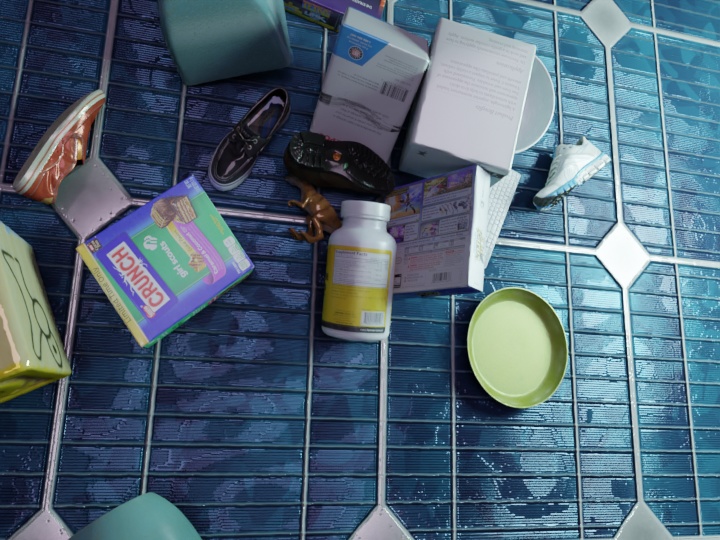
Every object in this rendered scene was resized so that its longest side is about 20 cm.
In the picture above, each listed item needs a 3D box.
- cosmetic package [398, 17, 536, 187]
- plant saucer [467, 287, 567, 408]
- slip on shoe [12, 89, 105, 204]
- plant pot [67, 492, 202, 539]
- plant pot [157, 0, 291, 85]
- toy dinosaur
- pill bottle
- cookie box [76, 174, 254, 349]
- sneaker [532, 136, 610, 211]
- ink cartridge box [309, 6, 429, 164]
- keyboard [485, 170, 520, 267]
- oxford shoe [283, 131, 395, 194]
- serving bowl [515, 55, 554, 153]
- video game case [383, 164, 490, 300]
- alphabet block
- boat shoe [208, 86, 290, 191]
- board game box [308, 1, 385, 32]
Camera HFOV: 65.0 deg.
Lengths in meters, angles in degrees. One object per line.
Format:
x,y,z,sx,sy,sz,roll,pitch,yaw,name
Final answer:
0.167,-0.258,0.925,0.159,0.165,0.207,15,86,-2,cosmetic package
0.270,0.134,0.988,0.193,0.031,0.208,3,77,-14,plant saucer
-0.443,-0.189,0.857,0.061,0.073,0.205,41,61,-39,slip on shoe
-0.285,0.388,0.711,0.197,0.202,0.163,-29,73,-18,plant pot
-0.225,-0.439,0.865,0.189,0.200,0.204,-10,80,1,plant pot
-0.059,-0.083,0.932,0.200,0.060,0.106,46,70,-2,toy dinosaur
0.000,0.000,0.882,0.108,0.112,0.208,5,91,-13,pill bottle
-0.287,-0.012,0.849,0.198,0.075,0.173,-36,90,-18,cookie box
0.381,-0.187,1.070,0.198,0.075,0.088,-35,81,-26,sneaker
0.009,-0.288,0.915,0.141,0.203,0.085,17,41,-9,ink cartridge box
0.239,-0.104,1.040,0.055,0.011,0.205,27,73,-8,keyboard
-0.034,-0.168,0.931,0.194,0.084,0.075,16,70,-21,oxford shoe
0.254,-0.310,1.048,0.192,0.066,0.208,0,88,-4,serving bowl
0.111,-0.053,0.902,0.045,0.196,0.188,17,73,-40,video game case
-0.512,0.070,0.714,0.191,0.195,0.206,-21,83,-15,alphabet block
-0.178,-0.221,0.925,0.069,0.066,0.202,39,72,-3,boat shoe
-0.044,-0.531,1.031,0.194,0.057,0.171,17,74,-11,board game box
